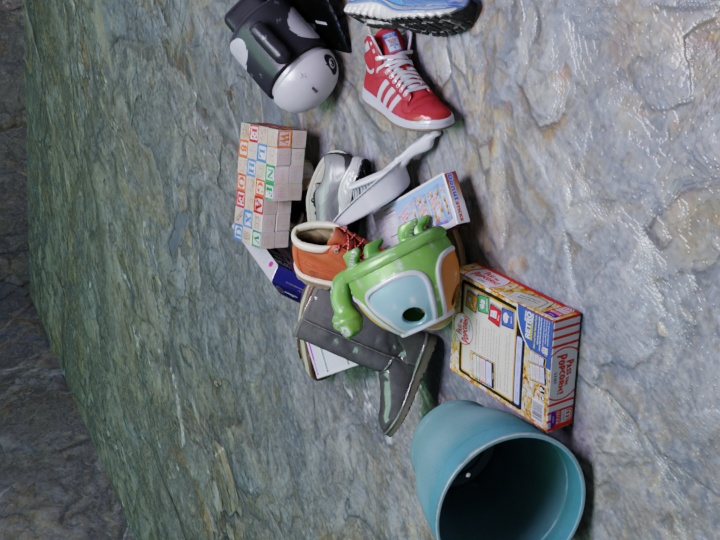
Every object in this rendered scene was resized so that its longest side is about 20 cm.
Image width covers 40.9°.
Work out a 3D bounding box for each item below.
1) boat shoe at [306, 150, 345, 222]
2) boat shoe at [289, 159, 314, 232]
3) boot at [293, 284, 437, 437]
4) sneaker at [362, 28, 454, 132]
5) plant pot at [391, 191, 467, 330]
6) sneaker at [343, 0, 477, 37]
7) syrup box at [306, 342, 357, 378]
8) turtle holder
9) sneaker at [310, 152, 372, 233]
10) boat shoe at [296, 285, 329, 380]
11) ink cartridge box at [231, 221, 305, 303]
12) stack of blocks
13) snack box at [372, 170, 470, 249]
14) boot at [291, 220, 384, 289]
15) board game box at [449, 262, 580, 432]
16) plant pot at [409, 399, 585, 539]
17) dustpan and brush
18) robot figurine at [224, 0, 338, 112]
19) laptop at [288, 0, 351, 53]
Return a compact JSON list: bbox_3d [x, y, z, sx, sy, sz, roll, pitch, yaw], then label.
[{"bbox_3d":[-0.054,-0.101,1.571,0.068,0.071,0.202,-88,7,-70],"label":"boat shoe"},{"bbox_3d":[-0.126,-0.105,1.687,0.070,0.073,0.201,66,148,29],"label":"boat shoe"},{"bbox_3d":[-0.006,0.129,1.425,0.073,0.198,0.184,-137,68,-84],"label":"boot"},{"bbox_3d":[0.060,-0.263,1.307,0.200,0.071,0.114,39,137,50],"label":"sneaker"},{"bbox_3d":[0.095,-0.015,1.388,0.200,0.027,0.202,29,125,53],"label":"plant pot"},{"bbox_3d":[0.066,-0.358,1.245,0.199,0.078,0.090,20,95,37],"label":"sneaker"},{"bbox_3d":[-0.010,0.115,1.567,0.200,0.078,0.082,-26,80,60],"label":"syrup box"},{"bbox_3d":[0.043,0.020,1.256,0.133,0.184,0.141,64,175,0],"label":"turtle holder"},{"bbox_3d":[-0.043,-0.090,1.513,0.079,0.074,0.202,23,111,19],"label":"sneaker"},{"bbox_3d":[-0.086,0.094,1.698,0.075,0.074,0.204,43,136,50],"label":"boat shoe"},{"bbox_3d":[-0.154,-0.017,1.750,0.037,0.094,0.200,-46,52,13],"label":"ink cartridge box"},{"bbox_3d":[-0.153,-0.141,1.618,0.115,0.058,0.202,20,109,49],"label":"stack of blocks"},{"bbox_3d":[0.080,-0.073,1.341,0.200,0.024,0.073,-26,77,60],"label":"snack box"},{"bbox_3d":[-0.005,-0.016,1.355,0.108,0.198,0.076,81,-159,-55],"label":"boot"},{"bbox_3d":[0.192,0.094,1.242,0.200,0.046,0.153,31,127,52],"label":"board game box"},{"bbox_3d":[0.157,0.263,1.246,0.188,0.198,0.202,-136,41,-67],"label":"plant pot"},{"bbox_3d":[0.043,-0.136,1.373,0.199,0.140,0.058,-23,105,32],"label":"dustpan and brush"},{"bbox_3d":[-0.122,-0.342,1.509,0.200,0.150,0.125,50,138,8],"label":"robot figurine"},{"bbox_3d":[-0.064,-0.461,1.506,0.177,0.103,0.201,29,151,53],"label":"laptop"}]
